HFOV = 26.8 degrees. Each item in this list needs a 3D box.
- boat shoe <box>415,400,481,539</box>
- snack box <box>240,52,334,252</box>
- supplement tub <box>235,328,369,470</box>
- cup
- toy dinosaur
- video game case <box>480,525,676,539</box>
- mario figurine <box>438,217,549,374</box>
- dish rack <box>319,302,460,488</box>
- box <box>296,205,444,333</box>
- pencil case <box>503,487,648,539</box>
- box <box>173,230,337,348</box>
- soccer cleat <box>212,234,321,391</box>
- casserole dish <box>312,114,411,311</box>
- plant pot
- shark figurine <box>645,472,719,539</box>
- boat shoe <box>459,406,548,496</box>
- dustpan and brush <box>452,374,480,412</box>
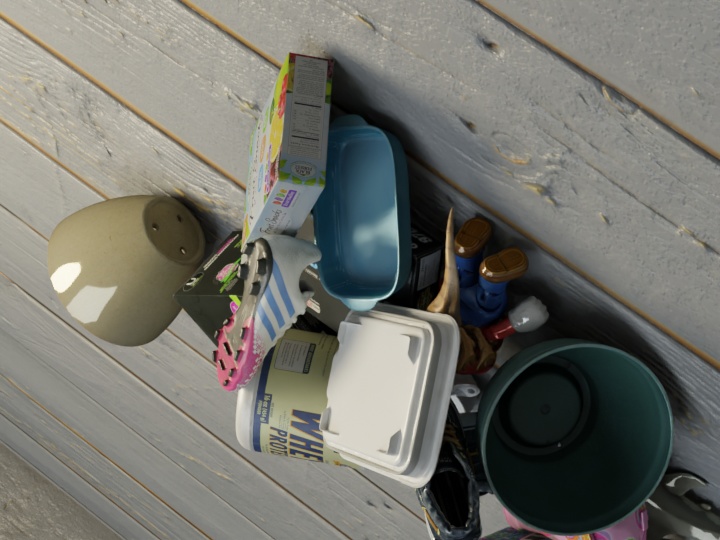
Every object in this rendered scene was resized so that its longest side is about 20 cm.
[{"bbox_3d":[0.080,0.183,1.536,0.091,0.071,0.200,87,166,-67],"label":"boat shoe"},{"bbox_3d":[-0.077,-0.114,1.558,0.053,0.142,0.200,9,158,-12],"label":"snack box"},{"bbox_3d":[-0.029,0.145,1.698,0.200,0.145,0.145,9,148,6],"label":"supplement tub"},{"bbox_3d":[-0.286,-0.021,1.976,0.143,0.200,0.200,-34,105,36],"label":"cup"},{"bbox_3d":[0.086,0.049,1.518,0.106,0.060,0.200,45,143,27],"label":"toy dinosaur"},{"bbox_3d":[0.250,0.319,1.731,0.200,0.024,0.182,4,-179,25],"label":"video game case"},{"bbox_3d":[0.133,0.028,1.594,0.106,0.124,0.200,-2,142,-7],"label":"mario figurine"},{"bbox_3d":[0.020,0.119,1.528,0.044,0.172,0.200,11,179,-29],"label":"dish rack"},{"bbox_3d":[0.000,0.000,1.646,0.200,0.046,0.159,34,133,36],"label":"box"},{"bbox_3d":[0.237,0.265,1.678,0.087,0.087,0.200,49,163,-16],"label":"pencil case"},{"bbox_3d":[-0.103,0.042,1.859,0.200,0.124,0.149,1,134,54],"label":"box"},{"bbox_3d":[-0.095,0.050,1.594,0.070,0.086,0.200,59,139,43],"label":"soccer cleat"},{"bbox_3d":[0.005,-0.060,1.550,0.121,0.039,0.200,1,97,44],"label":"casserole dish"},{"bbox_3d":[0.205,0.157,1.567,0.200,0.200,0.134,49,179,-16],"label":"plant pot"},{"bbox_3d":[0.351,0.279,1.649,0.214,0.090,0.128,31,154,24],"label":"shark figurine"},{"bbox_3d":[0.151,0.201,1.668,0.071,0.200,0.091,-26,71,51],"label":"boat shoe"},{"bbox_3d":[0.101,0.134,1.794,0.140,0.057,0.200,47,153,-11],"label":"dustpan and brush"}]
